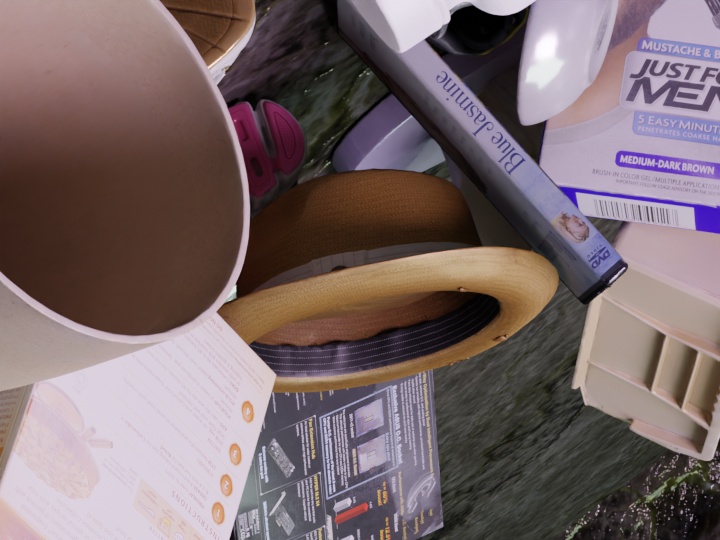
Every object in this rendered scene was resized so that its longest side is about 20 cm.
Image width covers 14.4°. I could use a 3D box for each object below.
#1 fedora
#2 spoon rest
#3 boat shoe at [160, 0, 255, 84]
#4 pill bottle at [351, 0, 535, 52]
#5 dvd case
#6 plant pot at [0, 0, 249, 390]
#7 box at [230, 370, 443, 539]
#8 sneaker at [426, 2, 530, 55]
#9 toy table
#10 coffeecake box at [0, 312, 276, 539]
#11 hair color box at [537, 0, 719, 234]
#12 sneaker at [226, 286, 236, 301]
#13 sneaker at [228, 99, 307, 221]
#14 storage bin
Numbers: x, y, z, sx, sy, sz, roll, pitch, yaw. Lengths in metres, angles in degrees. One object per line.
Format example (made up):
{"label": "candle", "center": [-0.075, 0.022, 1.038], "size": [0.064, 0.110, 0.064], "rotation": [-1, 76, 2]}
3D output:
{"label": "fedora", "center": [0.000, 0.000, 1.489], "size": [0.201, 0.082, 0.201], "rotation": [-10, 160, -4]}
{"label": "spoon rest", "center": [0.109, -0.168, 1.435], "size": [0.099, 0.061, 0.200], "rotation": [60, 49, -74]}
{"label": "boat shoe", "center": [-0.130, -0.064, 1.327], "size": [0.200, 0.071, 0.069], "rotation": [-35, 163, -9]}
{"label": "pill bottle", "center": [0.077, -0.189, 1.323], "size": [0.200, 0.112, 0.112], "rotation": [-35, 165, -4]}
{"label": "dvd case", "center": [0.058, -0.064, 1.449], "size": [0.018, 0.200, 0.143], "rotation": [-42, 177, -4]}
{"label": "plant pot", "center": [-0.182, -0.019, 1.194], "size": [0.200, 0.187, 0.187], "rotation": [-29, 172, 36]}
{"label": "box", "center": [-0.029, 0.091, 1.736], "size": [0.158, 0.050, 0.200], "rotation": [-23, 120, -32]}
{"label": "sneaker", "center": [0.053, -0.143, 1.462], "size": [0.074, 0.085, 0.200], "rotation": [-39, 163, 19]}
{"label": "toy table", "center": [0.097, -0.071, 1.722], "size": [0.200, 0.117, 0.184], "rotation": [-34, 165, -9]}
{"label": "coffeecake box", "center": [-0.130, 0.092, 1.336], "size": [0.073, 0.200, 0.154], "rotation": [-11, 137, 33]}
{"label": "hair color box", "center": [0.161, -0.126, 1.499], "size": [0.109, 0.200, 0.065], "rotation": [8, 167, 9]}
{"label": "sneaker", "center": [-0.117, 0.008, 1.616], "size": [0.200, 0.073, 0.071], "rotation": [-24, 132, -24]}
{"label": "sneaker", "center": [-0.109, -0.008, 1.538], "size": [0.200, 0.074, 0.087], "rotation": [-38, 160, -9]}
{"label": "storage bin", "center": [0.206, -0.023, 1.614], "size": [0.200, 0.094, 0.199], "rotation": [-62, 169, -24]}
